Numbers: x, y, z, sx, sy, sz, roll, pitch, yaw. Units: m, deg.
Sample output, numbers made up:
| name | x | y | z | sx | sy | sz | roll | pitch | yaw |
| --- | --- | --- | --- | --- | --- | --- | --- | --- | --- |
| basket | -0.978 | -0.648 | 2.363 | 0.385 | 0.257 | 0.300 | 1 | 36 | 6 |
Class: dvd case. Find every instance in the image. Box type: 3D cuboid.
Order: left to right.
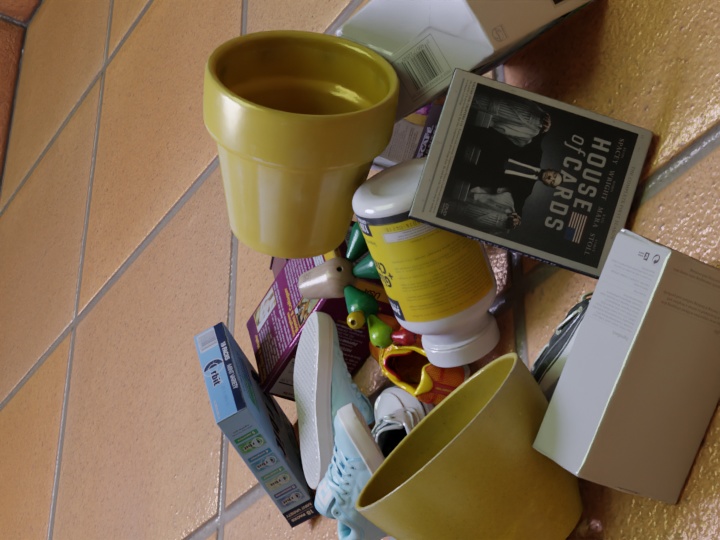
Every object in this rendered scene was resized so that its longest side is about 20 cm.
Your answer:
| name | x | y | z | sx | sy | sz | roll | pitch | yaw |
| --- | --- | --- | --- | --- | --- | --- | --- | --- | --- |
| dvd case | 0.162 | -0.091 | 1.352 | 0.025 | 0.199 | 0.151 | 85 | -158 | -88 |

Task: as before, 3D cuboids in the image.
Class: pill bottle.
| name | x | y | z | sx | sy | sz | roll | pitch | yaw |
| --- | --- | --- | --- | --- | --- | --- | --- | --- | --- |
| pill bottle | 0.074 | -0.006 | 1.448 | 0.112 | 0.201 | 0.112 | -19 | 23 | 8 |

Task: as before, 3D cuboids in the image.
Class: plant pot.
| name | x | y | z | sx | sy | sz | roll | pitch | yaw |
| --- | --- | --- | --- | --- | --- | --- | --- | --- | --- |
| plant pot | -0.067 | -0.125 | 1.488 | 0.201 | 0.200 | 0.190 | -113 | 24 | -53 |
| plant pot | 0.115 | 0.194 | 1.275 | 0.200 | 0.142 | 0.200 | -43 | 3 | 3 |

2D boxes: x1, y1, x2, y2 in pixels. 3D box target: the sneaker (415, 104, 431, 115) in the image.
| name | x | y | z | sx | sy | sz | roll | pitch | yaw |
| --- | --- | --- | --- | --- | --- | --- | --- | --- | --- |
| sneaker | 0.092 | -0.266 | 1.728 | 0.201 | 0.088 | 0.081 | -59 | -18 | -18 |

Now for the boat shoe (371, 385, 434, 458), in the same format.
| name | x | y | z | sx | sy | sz | roll | pitch | yaw |
| --- | --- | --- | --- | --- | --- | --- | --- | --- | --- |
| boat shoe | 0.046 | 0.179 | 1.528 | 0.074 | 0.067 | 0.200 | -64 | 28 | 14 |

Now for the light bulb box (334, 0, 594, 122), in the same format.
| name | x | y | z | sx | sy | sz | roll | pitch | yaw |
| --- | --- | --- | --- | --- | --- | --- | --- | --- | --- |
| light bulb box | 0.117 | -0.277 | 1.516 | 0.198 | 0.200 | 0.125 | -29 | 92 | 53 |

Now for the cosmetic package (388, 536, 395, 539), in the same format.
| name | x | y | z | sx | sy | sz | roll | pitch | yaw |
| --- | --- | --- | --- | --- | --- | --- | --- | --- | --- |
| cosmetic package | 0.059 | 0.322 | 1.395 | 0.200 | 0.090 | 0.107 | -59 | 29 | 29 |

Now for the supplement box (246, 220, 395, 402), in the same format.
| name | x | y | z | sx | sy | sz | roll | pitch | yaw |
| --- | --- | --- | --- | --- | --- | --- | --- | --- | --- |
| supplement box | -0.044 | 0.050 | 1.739 | 0.200 | 0.103 | 0.131 | -55 | 33 | 28 |

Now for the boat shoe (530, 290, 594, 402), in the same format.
| name | x | y | z | sx | sy | sz | roll | pitch | yaw |
| --- | --- | --- | --- | --- | --- | --- | --- | --- | --- |
| boat shoe | 0.214 | 0.052 | 1.291 | 0.200 | 0.070 | 0.064 | -54 | 33 | 34 |

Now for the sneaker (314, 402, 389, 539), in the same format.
| name | x | y | z | sx | sy | sz | roll | pitch | yaw |
| --- | --- | --- | --- | --- | --- | --- | --- | --- | --- |
| sneaker | -0.010 | 0.224 | 1.474 | 0.074 | 0.082 | 0.200 | -124 | 14 | -49 |

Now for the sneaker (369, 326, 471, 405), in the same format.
| name | x | y | z | sx | sy | sz | roll | pitch | yaw |
| --- | --- | --- | --- | --- | --- | --- | --- | --- | --- |
| sneaker | 0.051 | 0.093 | 1.564 | 0.200 | 0.077 | 0.073 | 25 | 97 | 65 |

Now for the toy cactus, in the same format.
| name | x | y | z | sx | sy | sz | roll | pitch | yaw |
| --- | --- | --- | --- | --- | --- | --- | --- | --- | --- |
| toy cactus | 0.000 | 0.000 | 1.569 | 0.165 | 0.102 | 0.201 | -17 | 69 | 32 |

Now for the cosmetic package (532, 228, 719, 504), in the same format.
| name | x | y | z | sx | sy | sz | roll | pitch | yaw |
| --- | --- | --- | --- | --- | --- | --- | --- | --- | --- |
| cosmetic package | 0.238 | 0.082 | 1.183 | 0.201 | 0.113 | 0.081 | -66 | 28 | 5 |

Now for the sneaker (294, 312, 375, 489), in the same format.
| name | x | y | z | sx | sy | sz | roll | pitch | yaw |
| --- | --- | --- | --- | --- | --- | --- | --- | --- | --- |
| sneaker | -0.026 | 0.148 | 1.632 | 0.074 | 0.082 | 0.201 | -14 | 76 | 63 |

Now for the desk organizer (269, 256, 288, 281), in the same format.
| name | x | y | z | sx | sy | sz | roll | pitch | yaw |
| --- | --- | --- | --- | --- | --- | --- | --- | --- | --- |
| desk organizer | -0.062 | -0.046 | 1.802 | 0.077 | 0.071 | 0.200 | -105 | 21 | -43 |

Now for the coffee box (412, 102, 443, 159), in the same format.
| name | x | y | z | sx | sy | sz | roll | pitch | yaw |
| --- | --- | --- | --- | --- | --- | --- | --- | --- | --- |
| coffee box | 0.134 | -0.106 | 1.530 | 0.200 | 0.079 | 0.115 | 24 | 95 | 63 |

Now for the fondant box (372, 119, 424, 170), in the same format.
| name | x | y | z | sx | sy | sz | roll | pitch | yaw |
| --- | --- | --- | --- | --- | --- | --- | --- | --- | --- |
| fondant box | -0.030 | -0.178 | 1.753 | 0.144 | 0.199 | 0.058 | 12 | 83 | 64 |

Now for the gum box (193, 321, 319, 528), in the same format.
| name | x | y | z | sx | sy | sz | roll | pitch | yaw |
| --- | --- | --- | --- | --- | --- | --- | --- | --- | --- |
| gum box | -0.125 | 0.186 | 1.716 | 0.044 | 0.200 | 0.170 | -28 | 37 | 3 |
